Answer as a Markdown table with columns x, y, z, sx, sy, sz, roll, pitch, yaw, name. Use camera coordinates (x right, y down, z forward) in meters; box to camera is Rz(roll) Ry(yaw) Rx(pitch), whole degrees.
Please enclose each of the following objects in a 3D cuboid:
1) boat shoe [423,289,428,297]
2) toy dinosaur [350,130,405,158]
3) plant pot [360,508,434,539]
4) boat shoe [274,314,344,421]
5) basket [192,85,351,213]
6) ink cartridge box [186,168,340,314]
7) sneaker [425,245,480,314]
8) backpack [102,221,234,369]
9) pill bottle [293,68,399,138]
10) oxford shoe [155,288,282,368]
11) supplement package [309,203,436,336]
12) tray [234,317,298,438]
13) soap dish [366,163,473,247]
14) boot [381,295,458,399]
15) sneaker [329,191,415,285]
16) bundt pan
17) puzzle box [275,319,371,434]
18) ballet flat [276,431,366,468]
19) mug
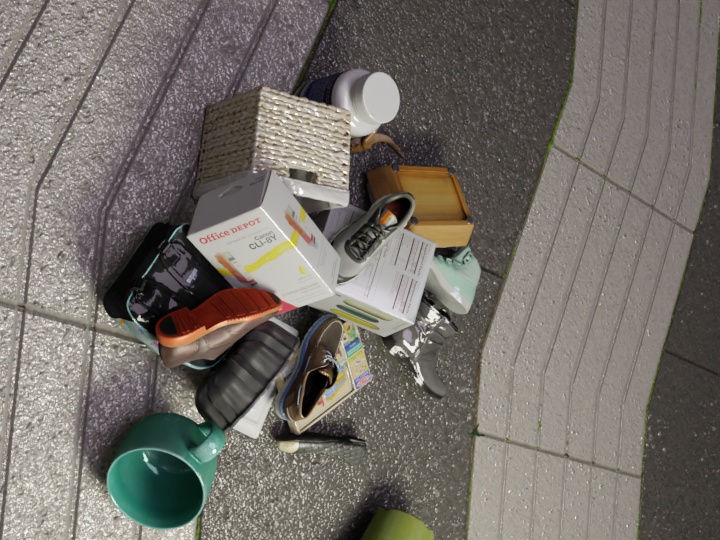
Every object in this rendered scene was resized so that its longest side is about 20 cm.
| x | y | z | sx | sy | sz | roll | pitch | yaw | name |
| --- | --- | --- | --- | --- | --- | --- | --- | --- | --- |
| 0.061 | 0.056 | 1.641 | 0.198 | 0.060 | 0.074 | -3 | 93 | -39 | boat shoe |
| 0.011 | -0.248 | 1.610 | 0.198 | 0.060 | 0.108 | -23 | 142 | -38 | toy dinosaur |
| 0.051 | 0.553 | 1.581 | 0.200 | 0.198 | 0.192 | 48 | 50 | -28 | plant pot |
| -0.070 | 0.170 | 1.474 | 0.072 | 0.071 | 0.203 | 41 | 66 | -38 | boat shoe |
| -0.140 | -0.186 | 1.389 | 0.195 | 0.198 | 0.165 | 8 | 84 | -37 | basket |
| -0.142 | -0.035 | 1.284 | 0.201 | 0.143 | 0.085 | 52 | 33 | -35 | ink cartridge box |
| 0.164 | -0.018 | 1.721 | 0.200 | 0.073 | 0.120 | 43 | 58 | -28 | sneaker |
| -0.276 | 0.047 | 1.310 | 0.200 | 0.152 | 0.178 | 43 | 62 | -30 | backpack |
| -0.025 | -0.284 | 1.477 | 0.109 | 0.198 | 0.114 | -1 | 91 | -37 | pill bottle |
| -0.204 | 0.082 | 1.248 | 0.197 | 0.071 | 0.074 | -17 | 131 | -29 | oxford shoe |
| 0.000 | 0.000 | 1.487 | 0.197 | 0.152 | 0.154 | 22 | 71 | -13 | supplement package |
| -0.176 | 0.177 | 1.477 | 0.107 | 0.022 | 0.204 | 32 | 71 | -34 | tray |
| 0.118 | -0.125 | 1.639 | 0.197 | 0.081 | 0.160 | -3 | 66 | -37 | soap dish |
| 0.143 | 0.153 | 1.667 | 0.131 | 0.070 | 0.200 | -40 | 121 | 5 | boot |
| 0.014 | -0.060 | 1.381 | 0.074 | 0.079 | 0.200 | 45 | 70 | -3 | sneaker |
| -0.186 | 0.159 | 1.348 | 0.076 | 0.201 | 0.203 | 41 | 64 | -8 | bundt pan |
| -0.067 | 0.186 | 1.547 | 0.199 | 0.025 | 0.136 | -33 | 116 | -38 | puzzle box |
| -0.066 | 0.324 | 1.540 | 0.197 | 0.066 | 0.058 | 15 | 87 | -37 | ballet flat |
| -0.278 | 0.293 | 1.300 | 0.115 | 0.180 | 0.155 | -78 | 164 | -64 | mug |
